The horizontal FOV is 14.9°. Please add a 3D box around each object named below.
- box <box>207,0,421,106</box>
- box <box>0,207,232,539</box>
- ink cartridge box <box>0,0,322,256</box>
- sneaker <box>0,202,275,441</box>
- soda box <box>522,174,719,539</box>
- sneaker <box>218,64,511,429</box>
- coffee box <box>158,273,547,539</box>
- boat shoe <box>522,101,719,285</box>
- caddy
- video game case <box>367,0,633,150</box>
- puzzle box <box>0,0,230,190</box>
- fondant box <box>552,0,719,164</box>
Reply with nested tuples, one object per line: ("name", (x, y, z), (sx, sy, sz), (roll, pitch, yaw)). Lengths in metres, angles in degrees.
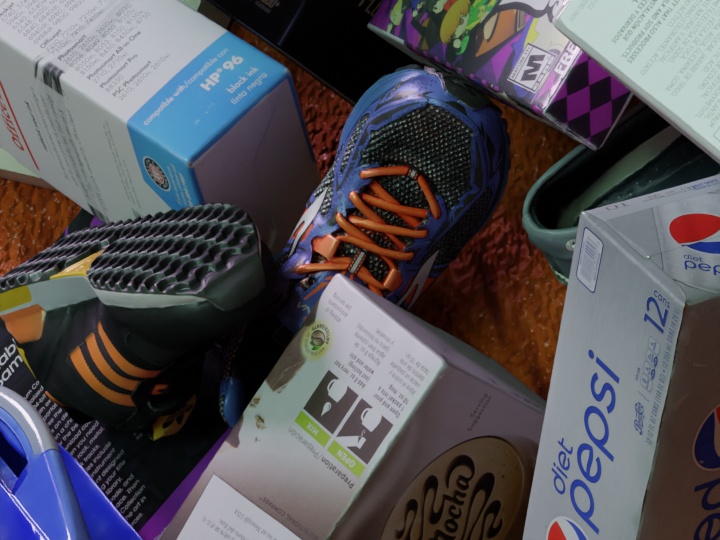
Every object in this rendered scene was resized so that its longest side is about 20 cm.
("box", (-0.066, -0.178, 1.234), (0.086, 0.164, 0.200), (-51, 56, 4))
("box", (-0.117, 0.078, 1.272), (0.143, 0.036, 0.200), (-49, 49, 11))
("ink cartridge box", (-0.112, -0.079, 1.246), (0.200, 0.116, 0.068), (34, 66, 30))
("sneaker", (-0.084, 0.028, 1.170), (0.070, 0.090, 0.200), (-34, 17, -29))
("soda box", (0.108, 0.069, 0.996), (0.063, 0.068, 0.201), (45, 140, 42))
("sneaker", (0.000, 0.000, 1.144), (0.201, 0.075, 0.079), (-59, 4, 36))
("coffee box", (-0.011, 0.118, 1.113), (0.080, 0.113, 0.201), (38, 96, 43))
("boat shoe", (0.152, -0.054, 1.089), (0.199, 0.062, 0.073), (-32, 50, 23))
("caddy", (-0.166, 0.103, 1.177), (0.105, 0.141, 0.200), (-56, 43, 8))
("video game case", (0.097, -0.160, 1.116), (0.201, 0.036, 0.181), (-59, 27, 3))
("puzzle box", (-0.117, -0.134, 1.372), (0.133, 0.025, 0.201), (14, 80, 43))
("fondant box", (0.174, -0.034, 0.969), (0.200, 0.144, 0.058), (43, 97, 22))
